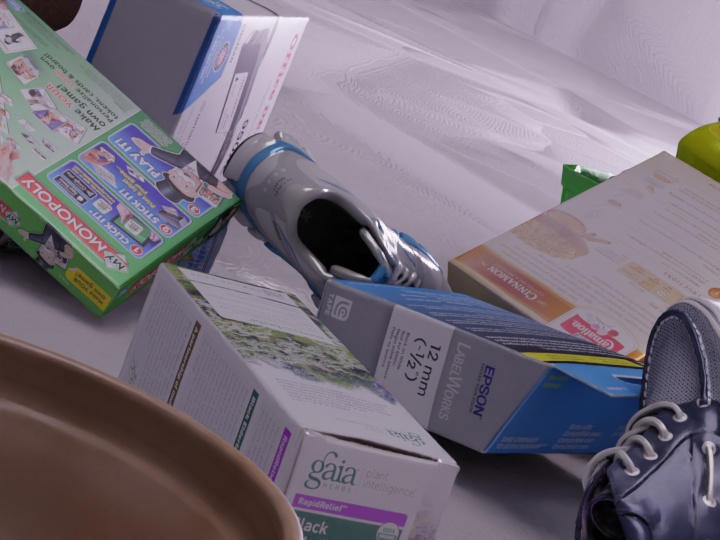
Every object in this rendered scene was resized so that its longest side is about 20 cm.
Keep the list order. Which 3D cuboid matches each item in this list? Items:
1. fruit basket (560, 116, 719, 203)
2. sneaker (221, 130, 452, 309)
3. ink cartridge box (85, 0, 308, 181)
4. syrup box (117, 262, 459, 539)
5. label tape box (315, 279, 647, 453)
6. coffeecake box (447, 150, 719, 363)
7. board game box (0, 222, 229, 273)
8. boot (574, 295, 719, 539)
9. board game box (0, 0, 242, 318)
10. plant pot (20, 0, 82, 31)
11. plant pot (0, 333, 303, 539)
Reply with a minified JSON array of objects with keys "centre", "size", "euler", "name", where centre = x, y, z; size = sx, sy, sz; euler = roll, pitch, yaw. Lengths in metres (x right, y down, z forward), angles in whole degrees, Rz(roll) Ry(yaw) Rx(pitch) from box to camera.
[{"centre":[0.286,-0.054,1.832],"size":[0.215,0.217,0.155],"euler":[31,15,35],"name":"fruit basket"},{"centre":[0.000,0.000,1.305],"size":[0.200,0.075,0.087],"euler":[39,0,-37],"name":"sneaker"},{"centre":[-0.127,-0.137,1.565],"size":[0.084,0.145,0.200],"euler":[27,13,12],"name":"ink cartridge box"},{"centre":[-0.040,0.073,0.977],"size":[0.078,0.082,0.200],"euler":[14,15,-28],"name":"syrup box"},{"centre":[0.088,0.066,1.223],"size":[0.199,0.066,0.143],"euler":[23,9,36],"name":"label tape box"},{"centre":[0.179,0.018,1.402],"size":[0.199,0.073,0.153],"euler":[-26,44,-30],"name":"coffeecake box"},{"centre":[-0.188,-0.057,1.313],"size":[0.199,0.062,0.200],"euler":[28,13,27],"name":"board game box"},{"centre":[0.152,0.094,1.072],"size":[0.090,0.073,0.201],"euler":[14,52,-26],"name":"boot"},{"centre":[-0.179,-0.073,1.230],"size":[0.200,0.029,0.135],"euler":[42,37,7],"name":"board game box"},{"centre":[-0.277,-0.198,1.341],"size":[0.199,0.188,0.187],"euler":[-3,24,-29],"name":"plant pot"},{"centre":[-0.126,0.094,0.708],"size":[0.200,0.093,0.201],"euler":[22,11,-5],"name":"plant pot"}]
